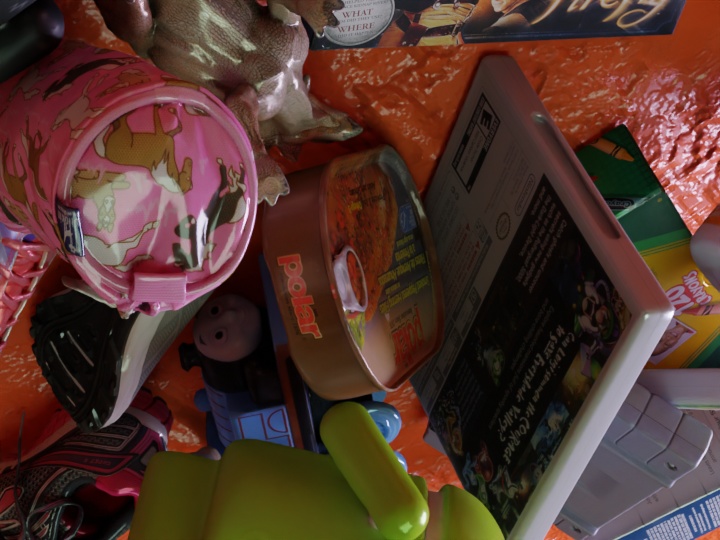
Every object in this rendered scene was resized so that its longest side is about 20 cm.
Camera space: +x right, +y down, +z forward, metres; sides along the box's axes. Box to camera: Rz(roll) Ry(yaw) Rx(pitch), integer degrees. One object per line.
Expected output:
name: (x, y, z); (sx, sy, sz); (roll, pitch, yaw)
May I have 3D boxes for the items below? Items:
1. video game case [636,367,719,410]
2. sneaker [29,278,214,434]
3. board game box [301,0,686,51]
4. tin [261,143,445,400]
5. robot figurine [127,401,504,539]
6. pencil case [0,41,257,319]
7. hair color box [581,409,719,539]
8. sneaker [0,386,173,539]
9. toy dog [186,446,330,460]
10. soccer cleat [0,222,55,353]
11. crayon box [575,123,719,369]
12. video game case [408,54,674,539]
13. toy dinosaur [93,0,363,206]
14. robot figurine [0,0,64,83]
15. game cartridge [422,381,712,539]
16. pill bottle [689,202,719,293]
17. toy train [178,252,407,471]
video game case: (0.247, 0.071, 0.986); (0.180, 0.022, 0.199); (5, 174, -32)
sneaker: (-0.111, 0.014, 0.893); (0.079, 0.074, 0.201); (-21, 155, -43)
board game box: (0.076, -0.169, 0.804); (0.198, 0.035, 0.136); (-6, 138, -21)
tin: (0.000, 0.000, 0.854); (0.041, 0.113, 0.200); (-18, -178, 16)
robot figurine: (-0.015, 0.150, 0.838); (0.197, 0.116, 0.177); (13, 133, -2)
pencil case: (-0.112, -0.044, 0.705); (0.086, 0.200, 0.083); (-41, 117, -12)
hair color box: (0.226, 0.115, 1.155); (0.198, 0.101, 0.061); (-26, 145, 4)
sneaker: (-0.189, 0.143, 0.985); (0.080, 0.075, 0.200); (35, 119, -30)
toy dog: (-0.023, 0.155, 0.977); (0.130, 0.097, 0.201); (-16, 123, 18)
soccer cleat: (-0.186, 0.014, 0.848); (0.066, 0.077, 0.200); (13, 129, -37)
crayon box: (0.149, 0.013, 1.032); (0.118, 0.059, 0.200); (-32, 141, 10)
video game case: (0.078, 0.023, 0.907); (0.023, 0.183, 0.201); (-5, 139, -27)
toy dinosaur: (-0.074, -0.107, 0.765); (0.086, 0.135, 0.201); (-44, 112, -14)
robot figurine: (-0.186, -0.128, 0.642); (0.199, 0.125, 0.151); (-32, 99, 11)
game cartridge: (0.113, 0.099, 1.024); (0.129, 0.039, 0.200); (29, 156, -1)
pill bottle: (0.284, -0.054, 0.950); (0.200, 0.112, 0.112); (-49, 140, -4)
toy train: (-0.038, 0.074, 0.990); (0.113, 0.087, 0.201); (-13, 141, -3)
